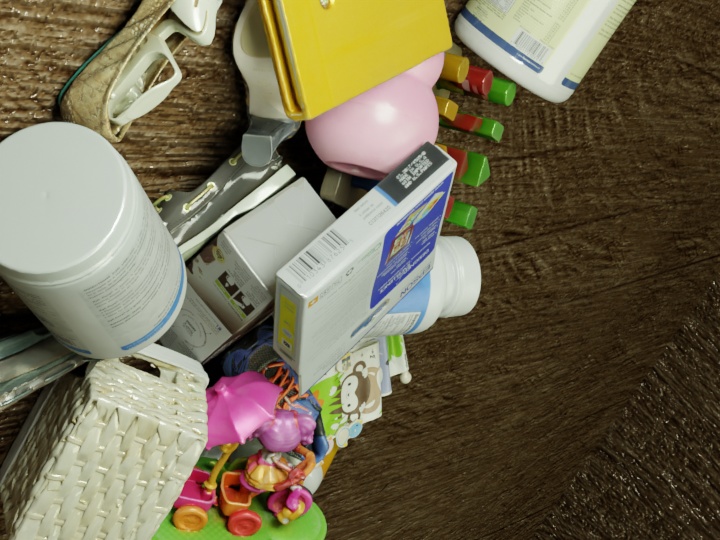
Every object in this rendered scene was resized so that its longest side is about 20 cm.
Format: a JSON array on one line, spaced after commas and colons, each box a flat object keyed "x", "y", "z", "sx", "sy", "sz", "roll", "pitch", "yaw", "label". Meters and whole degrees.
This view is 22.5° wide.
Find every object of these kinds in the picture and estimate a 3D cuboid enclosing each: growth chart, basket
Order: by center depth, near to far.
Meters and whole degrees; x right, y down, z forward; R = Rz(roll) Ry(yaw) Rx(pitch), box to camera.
[{"x": -0.237, "y": 0.172, "z": 1.675, "sx": 0.200, "sy": 0.135, "sz": 0.123, "roll": -59, "pitch": -158, "yaw": 20, "label": "basket"}, {"x": -0.016, "y": 0.125, "z": 1.969, "sx": 0.200, "sy": 0.018, "sz": 0.145, "roll": -38, "pitch": 128, "yaw": -32, "label": "growth chart"}]

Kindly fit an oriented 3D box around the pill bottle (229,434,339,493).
[{"x": -0.080, "y": 0.186, "z": 2.029, "sx": 0.111, "sy": 0.111, "sz": 0.200, "roll": 102, "pitch": 13, "yaw": -51, "label": "pill bottle"}]

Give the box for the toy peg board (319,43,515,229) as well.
[{"x": 0.068, "y": -0.139, "z": 1.797, "sx": 0.199, "sy": 0.097, "sz": 0.201, "roll": 18, "pitch": 89, "yaw": -67, "label": "toy peg board"}]

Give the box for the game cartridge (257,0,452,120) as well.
[{"x": -0.008, "y": -0.241, "z": 1.527, "sx": 0.200, "sy": 0.032, "sz": 0.177, "roll": -31, "pitch": 116, "yaw": -43, "label": "game cartridge"}]

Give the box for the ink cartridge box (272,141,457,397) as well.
[{"x": 0.000, "y": 0.000, "z": 1.656, "sx": 0.198, "sy": 0.047, "sz": 0.200, "roll": -43, "pitch": 165, "yaw": -24, "label": "ink cartridge box"}]

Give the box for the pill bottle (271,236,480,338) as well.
[{"x": 0.016, "y": 0.010, "z": 1.811, "sx": 0.199, "sy": 0.112, "sz": 0.112, "roll": -5, "pitch": 135, "yaw": -32, "label": "pill bottle"}]

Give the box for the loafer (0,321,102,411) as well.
[{"x": -0.266, "y": 0.074, "z": 1.581, "sx": 0.072, "sy": 0.063, "sz": 0.200, "roll": -8, "pitch": -173, "yaw": 45, "label": "loafer"}]

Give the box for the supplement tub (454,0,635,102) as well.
[{"x": 0.205, "y": -0.289, "z": 1.850, "sx": 0.200, "sy": 0.145, "sz": 0.145, "roll": -55, "pitch": 159, "yaw": 13, "label": "supplement tub"}]

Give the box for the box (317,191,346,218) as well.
[{"x": -0.028, "y": 0.005, "z": 1.950, "sx": 0.100, "sy": 0.075, "sz": 0.200, "roll": -43, "pitch": 155, "yaw": -21, "label": "box"}]

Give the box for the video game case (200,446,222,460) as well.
[{"x": -0.141, "y": 0.162, "z": 1.959, "sx": 0.200, "sy": 0.023, "sz": 0.182, "roll": -59, "pitch": -178, "yaw": 13, "label": "video game case"}]

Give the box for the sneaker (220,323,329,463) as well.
[{"x": -0.075, "y": 0.125, "z": 1.821, "sx": 0.075, "sy": 0.078, "sz": 0.200, "roll": -41, "pitch": 141, "yaw": -10, "label": "sneaker"}]

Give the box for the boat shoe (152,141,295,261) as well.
[{"x": -0.153, "y": -0.050, "z": 1.641, "sx": 0.201, "sy": 0.061, "sz": 0.072, "roll": -37, "pitch": -179, "yaw": -19, "label": "boat shoe"}]

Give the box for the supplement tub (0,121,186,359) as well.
[{"x": -0.222, "y": -0.019, "z": 1.450, "sx": 0.132, "sy": 0.132, "sz": 0.200, "roll": -46, "pitch": 159, "yaw": -11, "label": "supplement tub"}]

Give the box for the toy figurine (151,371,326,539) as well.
[{"x": -0.105, "y": 0.183, "z": 1.761, "sx": 0.199, "sy": 0.150, "sz": 0.184, "roll": 9, "pitch": 130, "yaw": -15, "label": "toy figurine"}]

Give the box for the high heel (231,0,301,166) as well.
[{"x": -0.069, "y": -0.203, "z": 1.595, "sx": 0.143, "sy": 0.071, "sz": 0.201, "roll": -72, "pitch": 174, "yaw": -69, "label": "high heel"}]

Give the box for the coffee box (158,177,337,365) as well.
[{"x": -0.111, "y": 0.008, "z": 1.699, "sx": 0.113, "sy": 0.080, "sz": 0.200, "roll": -36, "pitch": 177, "yaw": -38, "label": "coffee box"}]

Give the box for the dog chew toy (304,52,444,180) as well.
[{"x": 0.021, "y": -0.187, "z": 1.661, "sx": 0.125, "sy": 0.124, "sz": 0.201, "roll": 31, "pitch": 71, "yaw": -69, "label": "dog chew toy"}]

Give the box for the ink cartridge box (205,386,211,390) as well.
[{"x": -0.233, "y": 0.190, "z": 1.866, "sx": 0.116, "sy": 0.067, "sz": 0.200, "roll": -29, "pitch": 150, "yaw": -46, "label": "ink cartridge box"}]

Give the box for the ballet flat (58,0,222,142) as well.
[{"x": -0.152, "y": -0.180, "z": 1.413, "sx": 0.200, "sy": 0.065, "sz": 0.070, "roll": -52, "pitch": 159, "yaw": 4, "label": "ballet flat"}]
